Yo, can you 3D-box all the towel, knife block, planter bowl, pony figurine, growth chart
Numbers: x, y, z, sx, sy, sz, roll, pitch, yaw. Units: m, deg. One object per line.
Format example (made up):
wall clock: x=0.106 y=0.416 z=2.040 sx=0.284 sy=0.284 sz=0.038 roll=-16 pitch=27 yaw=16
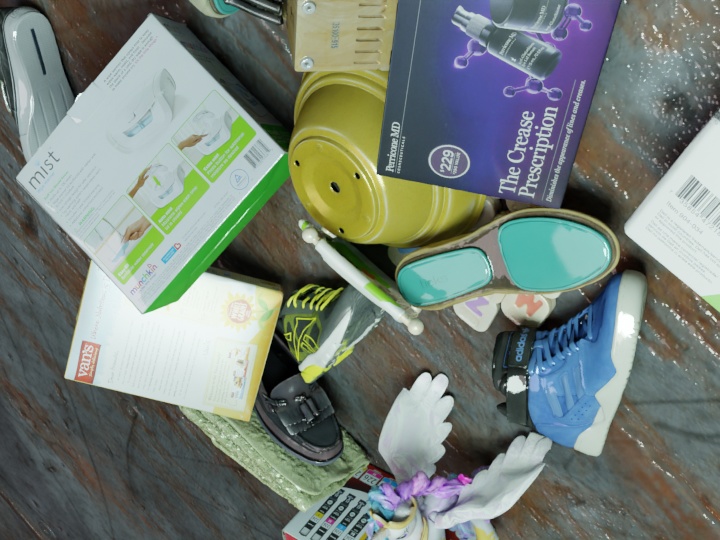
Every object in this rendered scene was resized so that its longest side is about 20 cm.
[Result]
towel: x=-0.094 y=0.175 z=1.199 sx=0.199 sy=0.148 sz=0.037 roll=37 pitch=116 yaw=16
knife block: x=-0.013 y=-0.231 z=0.837 sx=0.065 sy=0.196 sz=0.177 roll=97 pitch=167 yaw=-47
planter bowl: x=0.001 y=-0.085 z=0.894 sx=0.199 sy=0.083 sz=0.203 roll=27 pitch=138 yaw=27
pony figurine: x=0.078 y=0.224 z=1.036 sx=0.165 sy=0.194 sz=0.202 roll=22 pitch=149 yaw=33
growth chart: x=0.000 y=0.000 z=0.953 sx=0.144 sy=0.018 sz=0.200 roll=41 pitch=-175 yaw=2

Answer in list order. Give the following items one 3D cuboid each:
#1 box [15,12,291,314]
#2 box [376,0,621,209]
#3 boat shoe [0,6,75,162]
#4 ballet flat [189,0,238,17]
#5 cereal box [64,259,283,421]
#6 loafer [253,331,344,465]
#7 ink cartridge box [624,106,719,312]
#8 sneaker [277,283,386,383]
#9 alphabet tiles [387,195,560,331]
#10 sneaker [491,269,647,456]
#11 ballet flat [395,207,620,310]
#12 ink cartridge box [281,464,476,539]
box: x=-0.181 y=-0.096 z=0.996 sx=0.176 sy=0.097 sz=0.200 roll=44 pitch=102 yaw=5
box: x=0.091 y=-0.151 z=0.731 sx=0.139 sy=0.080 sz=0.202 roll=12 pitch=135 yaw=5
boat shoe: x=-0.362 y=-0.198 z=1.212 sx=0.070 sy=0.072 sz=0.203 roll=26 pitch=128 yaw=40
ballet flat: x=-0.130 y=-0.302 z=0.882 sx=0.069 sy=0.069 sz=0.202 roll=29 pitch=139 yaw=24
cereal box: x=-0.191 y=0.062 z=1.116 sx=0.197 sy=0.040 sz=0.146 roll=15 pitch=102 yaw=-10
loafer: x=-0.086 y=0.122 z=1.167 sx=0.200 sy=0.071 sz=0.064 roll=47 pitch=147 yaw=33
ink cartridge box: x=0.277 y=-0.056 z=0.660 sx=0.145 sy=0.084 sz=0.201 roll=41 pitch=143 yaw=9
sneaker: x=-0.040 y=0.049 z=1.074 sx=0.085 sy=0.074 sz=0.200 roll=50 pitch=151 yaw=7
alphabet tiles: x=0.089 y=-0.035 z=0.928 sx=0.199 sy=0.015 sz=0.197 roll=40 pitch=142 yaw=14
sneaker: x=0.162 y=0.068 z=0.881 sx=0.109 sy=0.077 sz=0.202 roll=16 pitch=141 yaw=12
ballet flat: x=0.117 y=-0.015 z=0.857 sx=0.198 sy=0.063 sz=0.070 roll=-9 pitch=103 yaw=36
ink cartridge box: x=0.020 y=0.320 z=1.174 sx=0.198 sy=0.175 sz=0.085 roll=20 pitch=136 yaw=31
